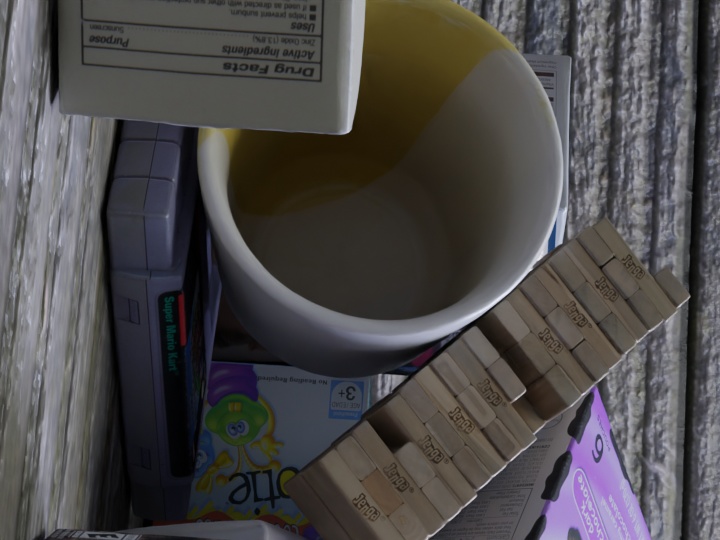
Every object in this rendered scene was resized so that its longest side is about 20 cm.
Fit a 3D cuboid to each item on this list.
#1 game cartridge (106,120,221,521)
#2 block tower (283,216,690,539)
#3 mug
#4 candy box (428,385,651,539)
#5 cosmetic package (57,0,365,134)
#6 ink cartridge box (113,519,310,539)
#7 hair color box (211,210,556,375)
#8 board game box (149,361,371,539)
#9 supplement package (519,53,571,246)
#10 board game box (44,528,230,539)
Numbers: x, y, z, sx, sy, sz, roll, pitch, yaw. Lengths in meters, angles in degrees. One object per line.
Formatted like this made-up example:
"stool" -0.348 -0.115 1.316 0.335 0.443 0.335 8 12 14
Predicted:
"game cartridge" -0.082 0.002 1.001 0.201 0.038 0.130 92 -2 -48
"block tower" 0.052 0.052 0.967 0.200 0.058 0.054 -37 178 -35
"mug" 0.003 -0.040 1.000 0.153 0.149 0.188 112 -11 -70
"candy box" 0.071 0.177 0.999 0.168 0.071 0.200 68 30 -28
"cosmetic package" -0.045 -0.155 0.754 0.087 0.103 0.201 -81 175 -64
"ink cartridge box" -0.027 0.197 0.974 0.200 0.084 0.147 33 55 -57
"hair color box" 0.000 0.000 1.139 0.060 0.199 0.101 9 83 -48
"board game box" -0.046 0.119 1.194 0.200 0.104 0.104 89 5 -76
"supplement package" 0.015 -0.038 1.326 0.156 0.199 0.111 91 3 -56
"board game box" -0.015 0.146 0.727 0.159 0.199 0.097 -48 141 -88
